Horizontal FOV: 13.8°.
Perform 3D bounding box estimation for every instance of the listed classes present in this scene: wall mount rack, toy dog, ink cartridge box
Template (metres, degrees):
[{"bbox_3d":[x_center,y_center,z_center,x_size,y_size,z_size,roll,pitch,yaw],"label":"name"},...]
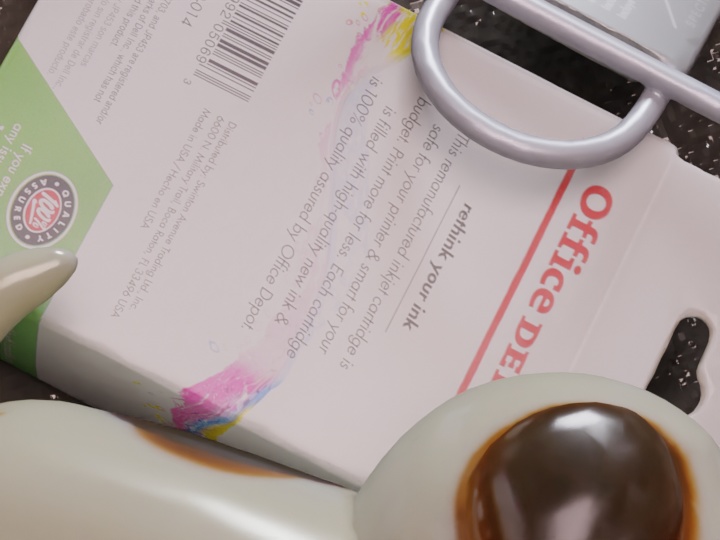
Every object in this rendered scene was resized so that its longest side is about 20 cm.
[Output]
[{"bbox_3d":[0.054,-0.124,0.749,0.174,0.075,0.200,29,47,3],"label":"wall mount rack"},{"bbox_3d":[-0.008,0.085,0.655,0.200,0.140,0.194,-11,68,15],"label":"toy dog"},{"bbox_3d":[0.000,0.000,0.746,0.200,0.067,0.117,28,73,1],"label":"ink cartridge box"}]
